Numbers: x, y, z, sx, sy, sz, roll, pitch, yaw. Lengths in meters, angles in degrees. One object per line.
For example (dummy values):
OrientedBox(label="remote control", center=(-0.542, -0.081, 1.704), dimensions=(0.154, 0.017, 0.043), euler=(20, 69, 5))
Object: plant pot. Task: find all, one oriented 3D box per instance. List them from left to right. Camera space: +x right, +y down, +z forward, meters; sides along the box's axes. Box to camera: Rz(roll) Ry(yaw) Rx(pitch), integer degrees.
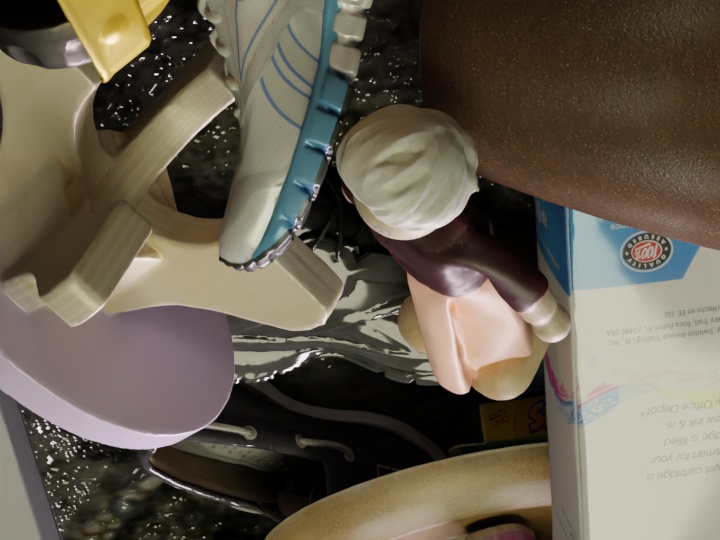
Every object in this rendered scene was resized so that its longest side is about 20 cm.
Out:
OrientedBox(label="plant pot", center=(0.051, 0.129, 1.380), dimensions=(0.199, 0.028, 0.200), euler=(-12, 161, -4))
OrientedBox(label="plant pot", center=(0.131, -0.087, 1.106), dimensions=(0.199, 0.188, 0.187), euler=(0, 143, 19))

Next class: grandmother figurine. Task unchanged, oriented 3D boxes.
OrientedBox(label="grandmother figurine", center=(0.034, -0.007, 1.132), dimensions=(0.121, 0.061, 0.200), euler=(24, 165, 23))

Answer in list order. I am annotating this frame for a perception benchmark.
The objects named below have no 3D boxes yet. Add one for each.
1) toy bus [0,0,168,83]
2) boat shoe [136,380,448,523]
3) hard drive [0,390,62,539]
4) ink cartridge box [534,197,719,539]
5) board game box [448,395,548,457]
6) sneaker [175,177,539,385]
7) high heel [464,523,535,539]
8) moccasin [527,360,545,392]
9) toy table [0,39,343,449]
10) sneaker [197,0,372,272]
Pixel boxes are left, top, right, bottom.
OrientedBox(label="toy bus", center=(-0.093, -0.192, 0.974), dimensions=(0.192, 0.200, 0.136), euler=(-39, 135, -11))
OrientedBox(label="boat shoe", center=(-0.031, 0.098, 1.378), dimensions=(0.200, 0.061, 0.074), euler=(29, 128, -34))
OrientedBox(label="hard drive", center=(-0.247, 0.133, 1.356), dimensions=(0.199, 0.133, 0.026), euler=(-19, 178, 15))
OrientedBox(label="ink cartridge box", center=(0.156, 0.040, 1.236), dimensions=(0.144, 0.085, 0.201), euler=(-7, 110, -8))
OrientedBox(label="board game box", center=(0.144, 0.081, 1.386), dimensions=(0.199, 0.030, 0.096), euler=(-10, 157, 3))
OrientedBox(label="sneaker", center=(0.000, 0.000, 1.261), dimensions=(0.199, 0.076, 0.091), euler=(-5, 133, -4))
OrientedBox(label="high heel", center=(0.104, 0.187, 1.388), dimensions=(0.067, 0.096, 0.200), euler=(-17, 161, 12))
OrientedBox(label="moccasin", center=(0.145, 0.032, 1.312), dimensions=(0.199, 0.068, 0.081), euler=(-9, 140, 4))
OrientedBox(label="toy table", center=(-0.104, -0.026, 1.150), dimensions=(0.200, 0.184, 0.117), euler=(35, 138, -23))
OrientedBox(label="sneaker", center=(-0.038, -0.101, 1.086), dimensions=(0.086, 0.201, 0.075), euler=(15, -179, -6))
